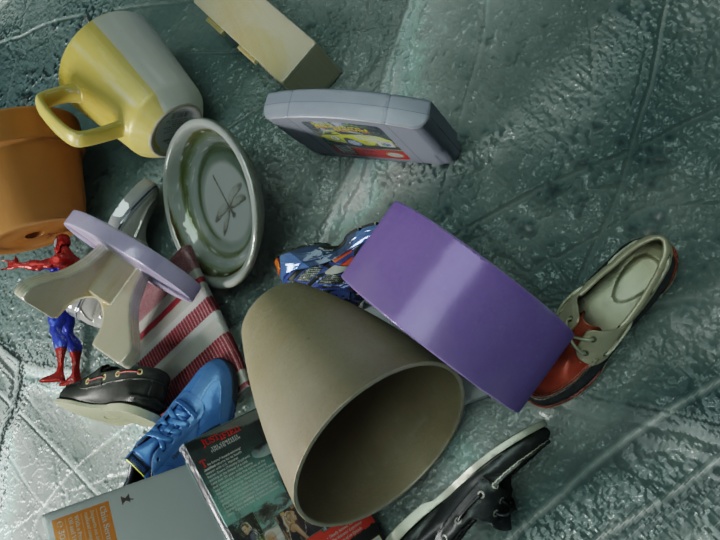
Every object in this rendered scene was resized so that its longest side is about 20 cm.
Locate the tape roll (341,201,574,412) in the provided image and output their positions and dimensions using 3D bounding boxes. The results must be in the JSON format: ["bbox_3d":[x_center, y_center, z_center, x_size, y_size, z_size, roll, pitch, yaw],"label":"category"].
[{"bbox_3d":[0.085,0.031,0.665,0.199,0.200,0.085,38,93,27],"label":"tape roll"}]

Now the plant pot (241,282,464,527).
[{"bbox_3d":[-0.033,0.105,0.724,0.188,0.187,0.200,-51,49,4],"label":"plant pot"}]

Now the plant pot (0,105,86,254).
[{"bbox_3d":[-0.452,-0.110,0.987,0.198,0.200,0.142,-22,84,17],"label":"plant pot"}]

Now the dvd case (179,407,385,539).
[{"bbox_3d":[-0.071,0.232,0.740,0.201,0.145,0.022,57,141,14],"label":"dvd case"}]

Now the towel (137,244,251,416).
[{"bbox_3d":[-0.213,0.091,0.896,0.144,0.023,0.201,-41,64,23],"label":"towel"}]

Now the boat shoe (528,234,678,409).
[{"bbox_3d":[0.222,0.048,0.705,0.200,0.062,0.071,-48,65,7],"label":"boat shoe"}]

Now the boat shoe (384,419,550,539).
[{"bbox_3d":[0.113,0.223,0.702,0.199,0.074,0.066,-42,66,10],"label":"boat shoe"}]

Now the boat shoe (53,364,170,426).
[{"bbox_3d":[-0.299,0.150,0.898,0.200,0.073,0.064,-9,57,41],"label":"boat shoe"}]

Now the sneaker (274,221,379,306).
[{"bbox_3d":[0.000,0.000,0.820,0.198,0.075,0.080,-17,79,28],"label":"sneaker"}]

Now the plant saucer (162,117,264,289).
[{"bbox_3d":[-0.166,-0.081,0.893,0.199,0.050,0.203,15,112,43],"label":"plant saucer"}]

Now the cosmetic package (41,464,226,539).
[{"bbox_3d":[-0.201,0.263,0.743,0.198,0.071,0.102,-17,67,-18],"label":"cosmetic package"}]

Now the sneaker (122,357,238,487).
[{"bbox_3d":[-0.203,0.187,0.815,0.066,0.078,0.202,30,93,35],"label":"sneaker"}]

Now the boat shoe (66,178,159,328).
[{"bbox_3d":[-0.302,-0.018,0.962,0.069,0.071,0.202,28,85,0],"label":"boat shoe"}]

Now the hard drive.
[{"bbox_3d":[0.047,0.094,0.791,0.198,0.025,0.133,-23,68,17],"label":"hard drive"}]

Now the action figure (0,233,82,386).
[{"bbox_3d":[-0.419,0.050,0.987,0.098,0.065,0.203,-5,74,10],"label":"action figure"}]

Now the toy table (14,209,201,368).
[{"bbox_3d":[-0.289,0.021,0.843,0.199,0.184,0.118,21,72,40],"label":"toy table"}]

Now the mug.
[{"bbox_3d":[-0.296,-0.214,0.963,0.187,0.150,0.153,-44,72,-7],"label":"mug"}]

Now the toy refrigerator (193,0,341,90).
[{"bbox_3d":[-0.121,-0.294,0.941,0.070,0.076,0.200,-47,64,6],"label":"toy refrigerator"}]

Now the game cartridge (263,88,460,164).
[{"bbox_3d":[-0.001,-0.159,0.819,0.198,0.133,0.041,9,79,26],"label":"game cartridge"}]
